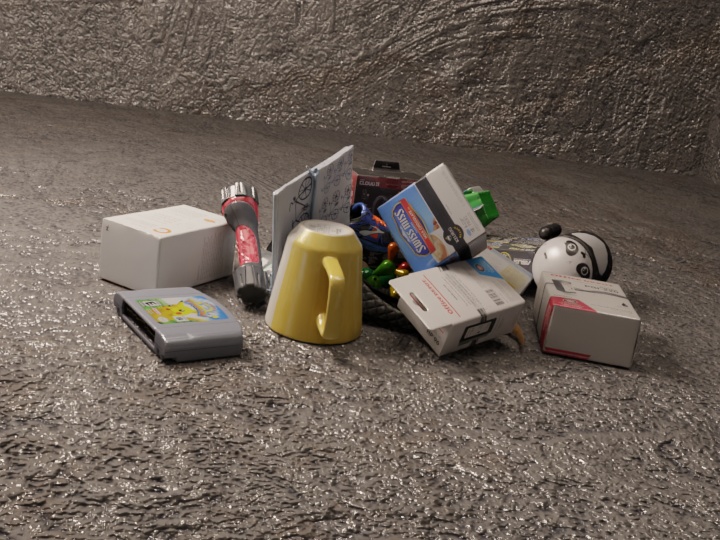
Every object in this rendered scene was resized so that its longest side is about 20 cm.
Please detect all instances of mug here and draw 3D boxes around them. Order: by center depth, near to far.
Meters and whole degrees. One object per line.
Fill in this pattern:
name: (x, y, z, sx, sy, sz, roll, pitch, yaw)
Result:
mug: (-0.048, 0.016, 1.272, 0.148, 0.156, 0.185, -7, 23, -45)

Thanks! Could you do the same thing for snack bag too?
snack bag: (-0.075, -0.079, 1.343, 0.021, 0.191, 0.199, 24, 38, 25)

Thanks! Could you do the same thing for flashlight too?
flashlight: (-0.187, -0.046, 1.379, 0.066, 0.068, 0.203, 1, 53, -17)

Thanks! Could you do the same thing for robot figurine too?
robot figurine: (0.413, -0.011, 1.661, 0.148, 0.127, 0.199, 20, 19, 33)

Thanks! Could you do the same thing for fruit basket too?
fruit basket: (0.189, -0.111, 1.850, 0.197, 0.095, 0.185, -17, 1, 24)

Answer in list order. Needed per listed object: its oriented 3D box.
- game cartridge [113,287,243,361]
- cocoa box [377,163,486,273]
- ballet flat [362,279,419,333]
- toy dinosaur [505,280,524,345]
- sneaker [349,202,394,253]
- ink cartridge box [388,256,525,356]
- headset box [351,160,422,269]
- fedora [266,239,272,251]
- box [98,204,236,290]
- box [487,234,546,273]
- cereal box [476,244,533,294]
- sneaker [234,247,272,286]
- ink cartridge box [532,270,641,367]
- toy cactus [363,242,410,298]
game cartridge: (-0.249, 0.069, 1.198, 0.131, 0.041, 0.199, 1, 18, -37)
cocoa box: (0.123, -0.068, 1.421, 0.130, 0.135, 0.200, -32, -9, 5)
ballet flat: (0.071, 0.059, 1.355, 0.196, 0.058, 0.067, 15, 16, 2)
toy dinosaur: (0.228, 0.075, 1.432, 0.106, 0.061, 0.199, -36, 41, -26)
sneaker: (0.009, -0.079, 1.529, 0.197, 0.080, 0.075, 1, 21, -37)
ink cartridge box: (0.138, 0.055, 1.307, 0.197, 0.069, 0.116, -12, 47, -36)
headset box: (0.039, -0.108, 1.652, 0.146, 0.204, 0.075, 2, 17, -20)
fedora: (-0.094, -0.075, 1.610, 0.091, 0.201, 0.201, 37, 14, -8)
box: (-0.310, -0.037, 1.407, 0.123, 0.099, 0.199, 17, 17, 25)
box: (0.294, -0.039, 1.776, 0.197, 0.050, 0.160, 6, 11, 30)
cereal box: (0.239, 0.005, 1.595, 0.143, 0.040, 0.200, 35, 21, 12)
sneaker: (-0.117, 0.000, 1.468, 0.198, 0.071, 0.080, -12, 39, -42)
ink cartridge box: (0.368, 0.075, 1.421, 0.143, 0.086, 0.200, 10, 14, 4)
toy cactus: (0.000, 0.000, 1.491, 0.196, 0.104, 0.165, -4, 9, -13)
